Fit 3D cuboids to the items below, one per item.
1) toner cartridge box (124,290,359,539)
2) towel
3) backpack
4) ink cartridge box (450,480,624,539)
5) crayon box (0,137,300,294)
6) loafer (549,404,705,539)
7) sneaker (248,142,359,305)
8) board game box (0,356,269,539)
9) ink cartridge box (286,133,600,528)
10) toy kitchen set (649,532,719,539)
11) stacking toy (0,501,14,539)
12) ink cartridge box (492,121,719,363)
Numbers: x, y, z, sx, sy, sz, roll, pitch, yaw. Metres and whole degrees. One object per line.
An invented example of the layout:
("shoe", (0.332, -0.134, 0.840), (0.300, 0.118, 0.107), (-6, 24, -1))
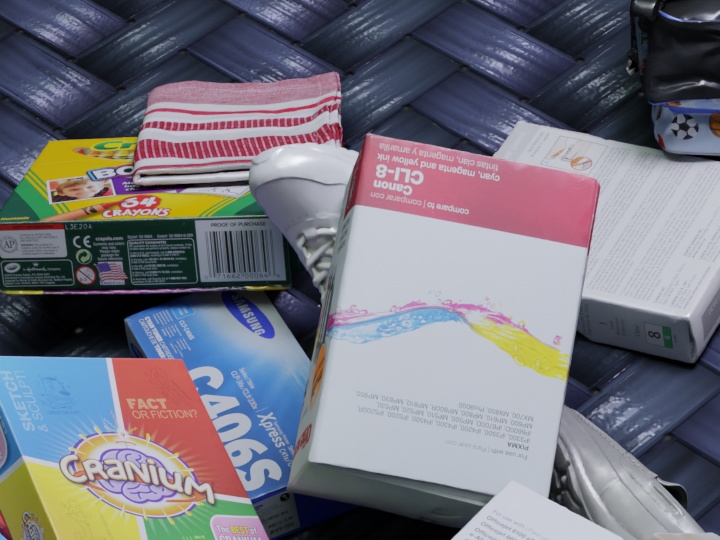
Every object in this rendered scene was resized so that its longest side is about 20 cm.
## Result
("toner cartridge box", (-0.073, 0.087, 1.689), (0.095, 0.043, 0.200), (-20, 42, -16))
("towel", (-0.084, -0.100, 1.836), (0.144, 0.023, 0.200), (-4, 19, 1))
("backpack", (0.273, -0.165, 1.829), (0.199, 0.154, 0.191), (5, 29, -2))
("ink cartridge box", (0.058, 0.235, 1.419), (0.084, 0.145, 0.200), (25, 51, 32))
("crayon box", (-0.134, -0.041, 1.798), (0.199, 0.058, 0.173), (-1, 22, 7))
("loafer", (0.161, 0.148, 1.570), (0.070, 0.070, 0.200), (-9, 40, -23))
("sneaker", (0.000, 0.000, 1.676), (0.078, 0.200, 0.100), (-22, 39, 37))
("board game box", (-0.137, 0.140, 1.548), (0.153, 0.040, 0.200), (2, 47, -41))
("ink cartridge box", (0.047, 0.043, 1.557), (0.144, 0.145, 0.201), (11, 77, -4))
("toy kitchen set", (0.196, 0.259, 1.427), (0.163, 0.181, 0.200), (33, 15, 34))
("stacking toy", (-0.181, 0.149, 1.608), (0.116, 0.110, 0.200), (26, 40, 34))
("ink cartridge box", (0.165, -0.022, 1.779), (0.200, 0.050, 0.161), (11, 44, 28))
